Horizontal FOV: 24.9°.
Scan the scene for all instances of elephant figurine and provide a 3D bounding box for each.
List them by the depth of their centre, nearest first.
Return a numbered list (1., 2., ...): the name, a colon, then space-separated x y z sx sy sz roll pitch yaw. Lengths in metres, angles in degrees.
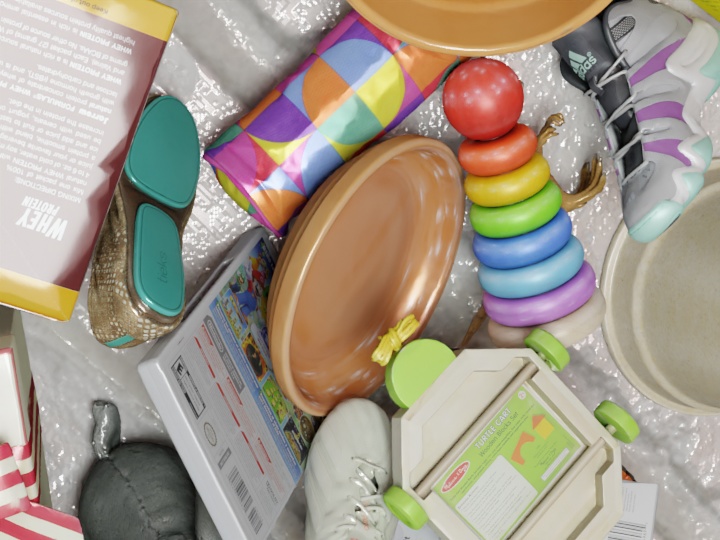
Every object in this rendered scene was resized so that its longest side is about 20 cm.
1. elephant figurine: -0.115 0.196 1.057 0.154 0.200 0.142 20 96 -19

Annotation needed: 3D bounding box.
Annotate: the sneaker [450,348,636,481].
1. sneaker: 0.115 0.130 1.185 0.200 0.075 0.079 39 91 -18

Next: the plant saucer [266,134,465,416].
1. plant saucer: 0.000 0.000 1.090 0.200 0.037 0.201 -40 144 -38

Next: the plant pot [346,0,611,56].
1. plant pot: 0.073 -0.252 1.001 0.199 0.141 0.201 1 135 1

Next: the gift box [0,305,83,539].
1. gift box: -0.267 0.131 0.996 0.183 0.187 0.201 -13 102 -7

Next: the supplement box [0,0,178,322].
1. supplement box: -0.245 -0.101 0.994 0.196 0.133 0.201 18 95 -20

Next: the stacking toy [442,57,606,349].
1. stacking toy: 0.100 -0.047 1.097 0.085 0.085 0.201 -24 110 -11

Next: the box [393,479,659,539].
1. box: 0.094 0.202 1.106 0.199 0.156 0.041 8 141 9

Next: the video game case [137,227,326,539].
1. video game case: -0.072 0.075 1.062 0.018 0.200 0.144 -17 109 23

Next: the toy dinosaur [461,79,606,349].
1. toy dinosaur: 0.118 -0.050 1.169 0.106 0.060 0.201 -5 115 -5

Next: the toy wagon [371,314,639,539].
1. toy wagon: 0.083 0.110 1.059 0.200 0.040 0.155 46 75 -7

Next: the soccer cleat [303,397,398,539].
1. soccer cleat: -0.008 0.172 1.046 0.069 0.078 0.201 15 65 -7

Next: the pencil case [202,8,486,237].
1. pencil case: -0.011 -0.113 1.091 0.200 0.088 0.088 -42 109 -4

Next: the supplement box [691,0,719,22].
1. supplement box: 0.293 -0.228 1.148 0.200 0.109 0.109 33 90 -20

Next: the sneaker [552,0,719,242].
1. sneaker: 0.173 -0.120 1.124 0.139 0.078 0.201 30 49 -12

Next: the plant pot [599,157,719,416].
1. plant pot: 0.299 0.031 1.162 0.199 0.183 0.202 -4 102 -17

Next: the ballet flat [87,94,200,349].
1. ballet flat: -0.144 -0.031 1.036 0.065 0.201 0.070 -35 124 30
